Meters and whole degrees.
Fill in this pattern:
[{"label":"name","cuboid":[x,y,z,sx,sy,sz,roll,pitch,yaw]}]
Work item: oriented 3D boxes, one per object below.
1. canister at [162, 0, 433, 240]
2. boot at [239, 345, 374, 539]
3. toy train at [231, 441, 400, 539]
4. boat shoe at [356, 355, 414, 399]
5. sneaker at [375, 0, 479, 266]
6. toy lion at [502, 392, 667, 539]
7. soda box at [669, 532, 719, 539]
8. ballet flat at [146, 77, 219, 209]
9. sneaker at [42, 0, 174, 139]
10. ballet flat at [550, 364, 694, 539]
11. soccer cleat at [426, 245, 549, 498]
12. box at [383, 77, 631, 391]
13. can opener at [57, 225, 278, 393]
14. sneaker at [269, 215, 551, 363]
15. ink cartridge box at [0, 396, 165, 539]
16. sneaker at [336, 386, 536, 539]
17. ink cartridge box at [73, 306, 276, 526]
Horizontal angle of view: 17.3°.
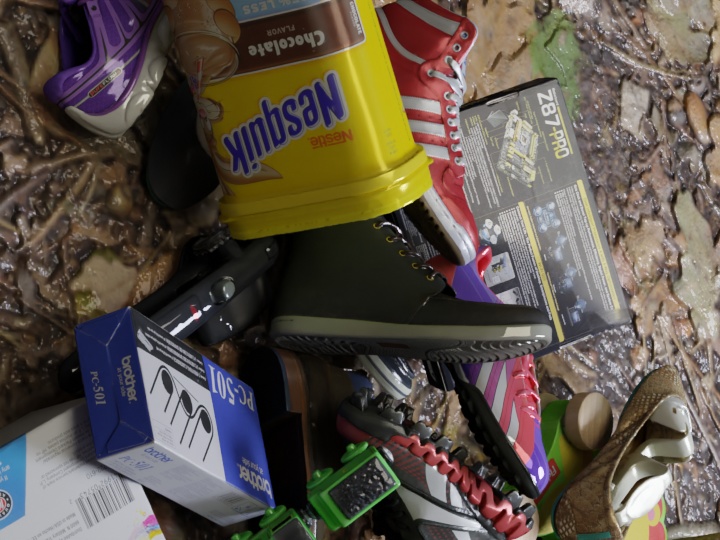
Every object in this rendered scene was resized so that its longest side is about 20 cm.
[{"label":"canister","cuboid":[-0.049,-0.134,1.598,0.087,0.148,0.200,-40,116,-57]},{"label":"boot","cuboid":[-0.025,0.154,1.684,0.097,0.075,0.200,6,73,-39]},{"label":"toy train","cuboid":[-0.057,0.186,1.590,0.200,0.056,0.042,-38,100,-2]},{"label":"boat shoe","cuboid":[0.000,0.000,1.742,0.075,0.062,0.200,-85,152,-85]},{"label":"sneaker","cuboid":[0.059,-0.110,1.713,0.112,0.071,0.200,-30,84,-13]},{"label":"toy lion","cuboid":[0.168,0.207,1.868,0.200,0.069,0.192,-47,119,-40]},{"label":"soda box","cuboid":[0.279,0.318,1.930,0.064,0.068,0.200,32,59,-33]},{"label":"ballet flat","cuboid":[-0.088,-0.128,1.703,0.073,0.073,0.200,48,51,-23]},{"label":"sneaker","cuboid":[-0.166,-0.191,1.643,0.083,0.081,0.200,28,59,-23]},{"label":"ballet flat","cuboid":[0.221,0.148,1.838,0.200,0.065,0.071,-51,131,-37]},{"label":"soccer cleat","cuboid":[0.098,0.069,1.695,0.073,0.068,0.200,-24,62,-5]},{"label":"box","cuboid":[0.101,-0.028,1.790,0.161,0.049,0.200,-20,99,-13]},{"label":"can opener","cuboid":[-0.126,0.030,1.628,0.200,0.063,0.079,-35,104,-43]},{"label":"sneaker","cuboid":[0.037,0.004,1.649,0.075,0.200,0.106,53,41,-71]},{"label":"ink cartridge box","cuboid":[-0.197,0.201,1.503,0.144,0.085,0.200,-30,98,-43]},{"label":"sneaker","cuboid":[0.039,0.160,1.682,0.098,0.071,0.200,-50,130,-1]},{"label":"ink cartridge box","cuboid":[-0.119,0.100,1.558,0.200,0.044,0.094,41,33,-63]}]
